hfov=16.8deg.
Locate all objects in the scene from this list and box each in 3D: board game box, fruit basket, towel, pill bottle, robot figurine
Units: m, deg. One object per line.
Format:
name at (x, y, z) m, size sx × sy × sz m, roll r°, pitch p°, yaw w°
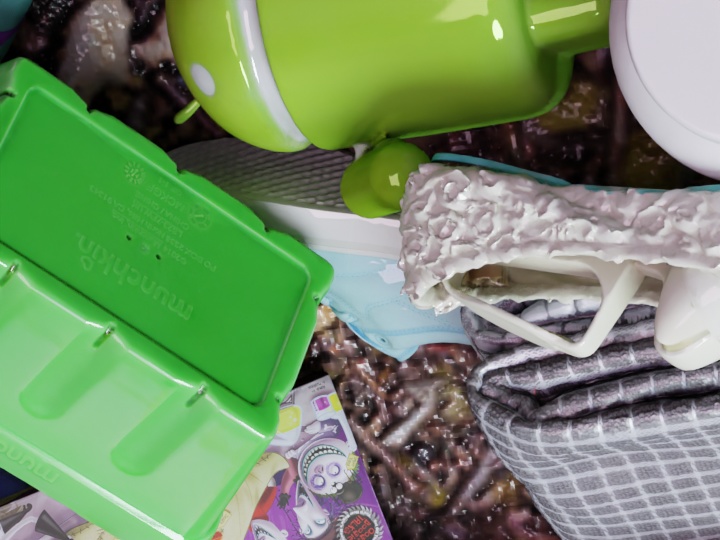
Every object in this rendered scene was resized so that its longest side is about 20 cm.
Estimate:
board game box at (-0.085, 0.136, 1.086) m, size 0.199 × 0.032 × 0.121 m, roll -22°, pitch 97°, yaw -5°
fruit basket at (-0.133, 0.021, 1.021) m, size 0.215 × 0.156 × 0.216 m, roll 13°, pitch 143°, yaw 10°
towel at (0.154, 0.050, 0.969) m, size 0.199 × 0.166 × 0.086 m, roll -11°, pitch 61°, yaw 16°
pill bottle at (0.152, -0.086, 0.892) m, size 0.112 × 0.200 × 0.113 m, roll 1°, pitch 92°, yaw 14°
robot figurine at (0.011, -0.111, 0.979) m, size 0.199 × 0.116 × 0.176 m, roll -7°, pitch 90°, yaw 19°

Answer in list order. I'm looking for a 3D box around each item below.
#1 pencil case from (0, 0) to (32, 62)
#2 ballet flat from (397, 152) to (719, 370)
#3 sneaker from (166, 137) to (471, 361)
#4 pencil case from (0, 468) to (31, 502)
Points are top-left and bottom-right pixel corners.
pencil case at (-0.202, -0.093, 1.059) m, size 0.085 × 0.092 × 0.200 m, roll 35°, pitch 113°, yaw 8°
ballet flat at (0.101, 0.003, 0.879) m, size 0.199 × 0.072 × 0.072 m, roll 8°, pitch 111°, yaw 30°
sneaker at (0.000, 0.000, 1.045) m, size 0.199 × 0.074 × 0.082 m, roll 14°, pitch 116°, yaw 16°
pencil case at (-0.148, 0.155, 1.135) m, size 0.200 × 0.078 × 0.087 m, roll 47°, pitch 155°, yaw -4°
